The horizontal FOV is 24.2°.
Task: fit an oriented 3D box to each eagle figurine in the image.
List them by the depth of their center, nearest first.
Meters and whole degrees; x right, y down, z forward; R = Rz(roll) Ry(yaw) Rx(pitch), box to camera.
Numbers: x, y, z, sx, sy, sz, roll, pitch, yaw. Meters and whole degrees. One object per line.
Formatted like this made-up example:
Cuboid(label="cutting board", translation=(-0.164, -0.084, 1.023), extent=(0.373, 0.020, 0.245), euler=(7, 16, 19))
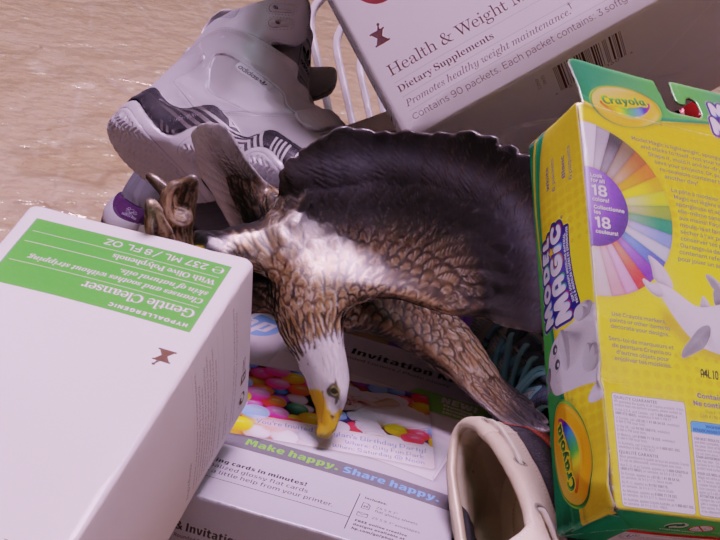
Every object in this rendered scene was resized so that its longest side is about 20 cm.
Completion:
Cuboid(label="eagle figurine", translation=(0.000, 0.008, 0.783), extent=(0.200, 0.151, 0.152), euler=(-2, 9, -7))

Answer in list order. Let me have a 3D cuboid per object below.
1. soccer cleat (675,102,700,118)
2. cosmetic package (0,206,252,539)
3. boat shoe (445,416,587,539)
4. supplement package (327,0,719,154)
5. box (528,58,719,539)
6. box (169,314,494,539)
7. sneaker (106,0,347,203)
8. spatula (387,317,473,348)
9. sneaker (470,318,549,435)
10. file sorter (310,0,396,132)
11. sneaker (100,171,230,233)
Cuboid(label="soccer cleat", translation=(0.140, -0.029, 0.918), extent=(0.069, 0.085, 0.200), euler=(36, 51, -4))
Cuboid(label="cosmetic package", translation=(-0.124, 0.071, 0.649), extent=(0.108, 0.085, 0.200), euler=(13, 37, 10))
Cuboid(label="boat shoe", translation=(0.065, 0.129, 0.658), extent=(0.063, 0.071, 0.200), euler=(31, 28, -15))
Cuboid(label="supplement package", translation=(0.076, -0.167, 0.855), extent=(0.200, 0.191, 0.147), euler=(63, 5, 20))
Cuboid(label="box", translation=(0.131, 0.013, 0.689), extent=(0.117, 0.048, 0.200), euler=(11, 65, -23))
Cuboid(label="box", translation=(-0.022, 0.085, 0.794), extent=(0.156, 0.041, 0.200), euler=(16, 21, 7))
Cuboid(label="sneaker", translation=(-0.030, -0.081, 0.890), extent=(0.200, 0.075, 0.115), euler=(19, 64, 28))
Cuboid(label="spatula", translation=(-0.004, 0.014, 0.970), extent=(0.200, 0.057, 0.021), euler=(28, -8, 46))
Cuboid(label="sneaker", translation=(0.105, 0.056, 0.886), extent=(0.086, 0.078, 0.200), euler=(-16, 35, -43))
Cuboid(label="file sorter", translation=(0.049, -0.118, 1.039), extent=(0.139, 0.125, 0.200), euler=(-18, -17, 15))
Cuboid(label="sneaker", translation=(-0.073, -0.036, 0.946), extent=(0.074, 0.088, 0.200), euler=(23, 1, -45))
